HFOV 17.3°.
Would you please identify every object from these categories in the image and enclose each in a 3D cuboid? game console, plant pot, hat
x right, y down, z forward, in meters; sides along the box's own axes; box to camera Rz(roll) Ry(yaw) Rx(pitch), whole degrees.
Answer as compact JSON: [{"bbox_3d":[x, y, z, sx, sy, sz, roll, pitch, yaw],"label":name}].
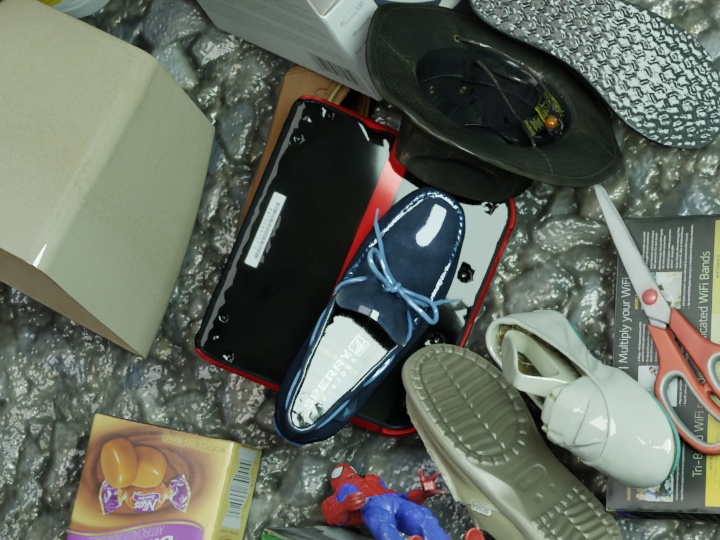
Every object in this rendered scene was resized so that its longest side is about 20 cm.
[{"bbox_3d":[0.000,0.000,1.641,0.176,0.031,0.200,23,88,0],"label":"game console"},{"bbox_3d":[-0.220,-0.080,1.714,0.200,0.200,0.177,27,80,26],"label":"plant pot"},{"bbox_3d":[0.075,-0.098,1.600,0.201,0.200,0.081,51,128,23],"label":"hat"}]

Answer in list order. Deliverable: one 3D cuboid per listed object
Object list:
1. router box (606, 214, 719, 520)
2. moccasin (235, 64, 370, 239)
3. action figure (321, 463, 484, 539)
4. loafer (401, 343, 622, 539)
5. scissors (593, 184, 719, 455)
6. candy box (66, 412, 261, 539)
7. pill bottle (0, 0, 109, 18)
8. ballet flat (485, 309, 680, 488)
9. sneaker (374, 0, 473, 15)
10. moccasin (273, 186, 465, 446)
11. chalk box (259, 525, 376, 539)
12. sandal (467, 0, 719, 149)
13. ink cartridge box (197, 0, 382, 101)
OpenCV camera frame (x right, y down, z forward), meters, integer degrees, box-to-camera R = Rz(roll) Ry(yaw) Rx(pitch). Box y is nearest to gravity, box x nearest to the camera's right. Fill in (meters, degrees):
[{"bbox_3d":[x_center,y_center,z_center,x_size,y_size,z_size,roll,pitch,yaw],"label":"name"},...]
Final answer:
[{"bbox_3d":[0.246,0.064,1.548,0.157,0.052,0.201,0,79,24],"label":"router box"},{"bbox_3d":[-0.035,-0.048,1.688,0.078,0.074,0.202,7,73,33],"label":"moccasin"},{"bbox_3d":[0.020,0.162,1.578,0.065,0.200,0.052,-10,100,-20],"label":"action figure"},{"bbox_3d":[0.091,0.137,1.583,0.076,0.068,0.200,-24,66,-31],"label":"loafer"},{"bbox_3d":[0.190,0.032,1.543,0.073,0.014,0.200,-44,65,11],"label":"scissors"},{"bbox_3d":[-0.151,0.212,1.690,0.116,0.056,0.201,9,85,24],"label":"candy box"},{"bbox_3d":[-0.256,-0.253,1.750,0.111,0.200,0.112,-5,77,23],"label":"pill bottle"},{"bbox_3d":[0.136,0.083,1.537,0.069,0.069,0.200,-50,32,7],"label":"ballet flat"},{"bbox_3d":[0.023,-0.241,1.636,0.129,0.199,0.080,-27,41,10],"label":"sneaker"},{"bbox_3d":[0.013,0.035,1.591,0.080,0.068,0.200,28,88,-1],"label":"moccasin"},{"bbox_3d":[0.028,0.259,1.560,0.200,0.124,0.124,19,93,27],"label":"chalk box"},{"bbox_3d":[0.166,-0.155,1.617,0.200,0.048,0.075,35,93,4],"label":"sandal"},{"bbox_3d":[-0.073,-0.212,1.646,0.044,0.174,0.200,-48,43,-13],"label":"ink cartridge box"}]
